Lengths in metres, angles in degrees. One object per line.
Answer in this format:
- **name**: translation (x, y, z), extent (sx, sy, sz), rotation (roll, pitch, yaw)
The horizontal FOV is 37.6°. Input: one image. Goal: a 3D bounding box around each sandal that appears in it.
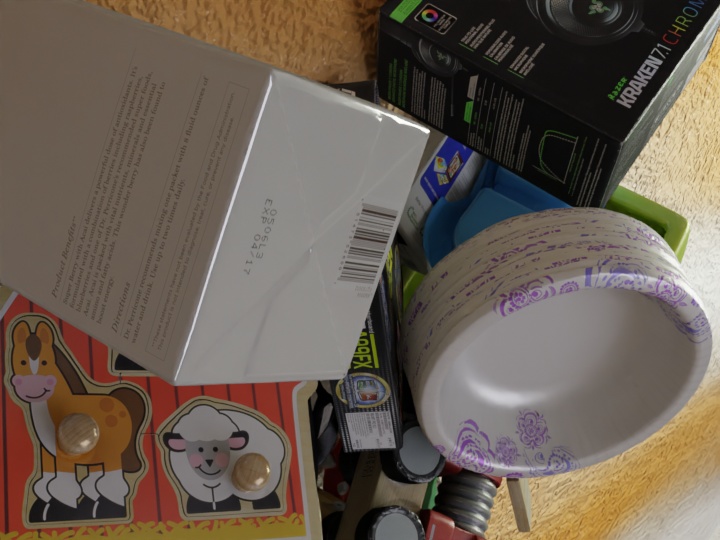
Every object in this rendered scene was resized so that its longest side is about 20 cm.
- **sandal**: translation (-0.041, 0.128, 0.728), extent (0.201, 0.043, 0.076), rotation (-93, -157, -50)

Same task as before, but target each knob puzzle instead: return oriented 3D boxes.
- **knob puzzle**: translation (-0.110, 0.053, 0.552), extent (0.219, 0.220, 0.030), rotation (-38, 175, -38)

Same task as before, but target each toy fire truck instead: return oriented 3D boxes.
- **toy fire truck**: translation (0.079, 0.183, 0.831), extent (0.199, 0.129, 0.177), rotation (26, 65, -18)

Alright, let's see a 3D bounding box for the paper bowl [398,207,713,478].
- **paper bowl**: translation (0.125, 0.042, 0.718), extent (0.199, 0.105, 0.202), rotation (-7, 132, -8)

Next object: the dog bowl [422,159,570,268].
- **dog bowl**: translation (0.132, -0.049, 0.839), extent (0.200, 0.111, 0.050), rotation (-53, 156, -19)

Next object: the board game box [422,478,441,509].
- **board game box**: translation (0.045, 0.286, 0.893), extent (0.135, 0.029, 0.201), rotation (70, 28, -49)

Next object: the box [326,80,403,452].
- **box**: translation (0.000, 0.000, 0.719), extent (0.161, 0.044, 0.201), rotation (-87, 171, -46)

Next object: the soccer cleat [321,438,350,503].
- **soccer cleat**: translation (0.004, 0.217, 0.910), extent (0.085, 0.068, 0.202), rotation (25, 74, -53)

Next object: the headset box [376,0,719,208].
- **headset box**: translation (0.127, -0.166, 0.739), extent (0.174, 0.199, 0.093), rotation (-50, 162, -24)

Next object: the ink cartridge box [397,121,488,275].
- **ink cartridge box**: translation (0.083, -0.101, 0.862), extent (0.201, 0.037, 0.095), rotation (-55, 143, -13)

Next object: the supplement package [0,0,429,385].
- **supplement package**: translation (-0.094, -0.045, 0.467), extent (0.119, 0.199, 0.122), rotation (6, 106, -58)

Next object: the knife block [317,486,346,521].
- **knife block**: translation (-0.098, 0.269, 0.820), extent (0.199, 0.064, 0.177), rotation (-13, 122, -54)

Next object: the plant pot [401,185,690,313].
- **plant pot**: translation (0.158, 0.037, 0.931), extent (0.201, 0.198, 0.182), rotation (-55, 153, -15)
